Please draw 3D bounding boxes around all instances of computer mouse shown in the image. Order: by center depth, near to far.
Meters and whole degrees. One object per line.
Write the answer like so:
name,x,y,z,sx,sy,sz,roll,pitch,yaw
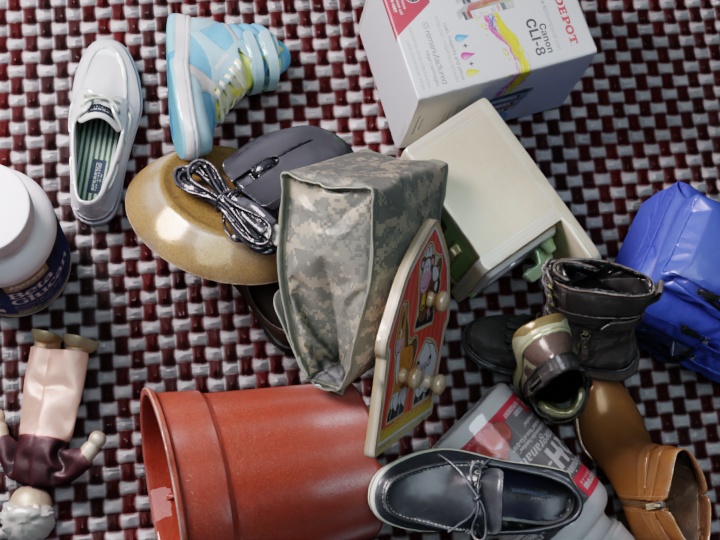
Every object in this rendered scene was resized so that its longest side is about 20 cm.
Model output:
computer mouse,-0.070,-0.097,1.201,0.138,0.053,0.199,39,41,23

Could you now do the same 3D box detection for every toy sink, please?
toy sink,0.127,-0.046,1.245,0.112,0.130,0.201,-34,83,-14

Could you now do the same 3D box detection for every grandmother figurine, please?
grandmother figurine,-0.300,0.162,1.181,0.120,0.061,0.202,5,77,23

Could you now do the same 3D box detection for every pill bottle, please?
pill bottle,-0.335,-0.030,1.147,0.110,0.200,0.112,2,76,-6
pill bottle,0.168,0.216,1.193,0.111,0.111,0.200,-43,84,-15

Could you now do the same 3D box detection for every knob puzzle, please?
knob puzzle,0.059,0.054,1.120,0.030,0.220,0.222,11,73,19

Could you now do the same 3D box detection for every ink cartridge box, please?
ink cartridge box,0.118,-0.239,1.284,0.198,0.145,0.147,-16,78,-12

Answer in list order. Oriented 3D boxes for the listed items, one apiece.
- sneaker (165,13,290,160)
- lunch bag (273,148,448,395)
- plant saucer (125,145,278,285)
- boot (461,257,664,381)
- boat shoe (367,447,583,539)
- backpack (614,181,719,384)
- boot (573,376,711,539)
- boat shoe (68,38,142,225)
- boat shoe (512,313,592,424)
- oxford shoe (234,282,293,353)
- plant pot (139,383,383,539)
sneaker,-0.131,-0.190,1.248,0.129,0.080,0.201,-1,49,-11
lunch bag,0.000,0.000,1.146,0.116,0.164,0.202,11,108,26
plant saucer,-0.129,-0.066,1.209,0.198,0.036,0.201,13,38,-10
boot,0.190,0.038,1.191,0.198,0.175,0.070,3,60,13
boat shoe,0.106,0.199,1.091,0.198,0.062,0.076,5,88,-11
backpack,0.365,0.027,1.239,0.199,0.168,0.164,31,78,-5
boot,0.278,0.181,1.192,0.073,0.155,0.202,-18,78,-11
boat shoe,-0.260,-0.149,1.255,0.073,0.067,0.202,0,76,-7
boat shoe,0.183,0.111,1.166,0.073,0.200,0.065,-20,59,7
oxford shoe,-0.109,-0.012,1.232,0.073,0.084,0.200,-40,82,-12
plant pot,-0.089,0.192,1.136,0.193,0.201,0.203,-8,77,-17
